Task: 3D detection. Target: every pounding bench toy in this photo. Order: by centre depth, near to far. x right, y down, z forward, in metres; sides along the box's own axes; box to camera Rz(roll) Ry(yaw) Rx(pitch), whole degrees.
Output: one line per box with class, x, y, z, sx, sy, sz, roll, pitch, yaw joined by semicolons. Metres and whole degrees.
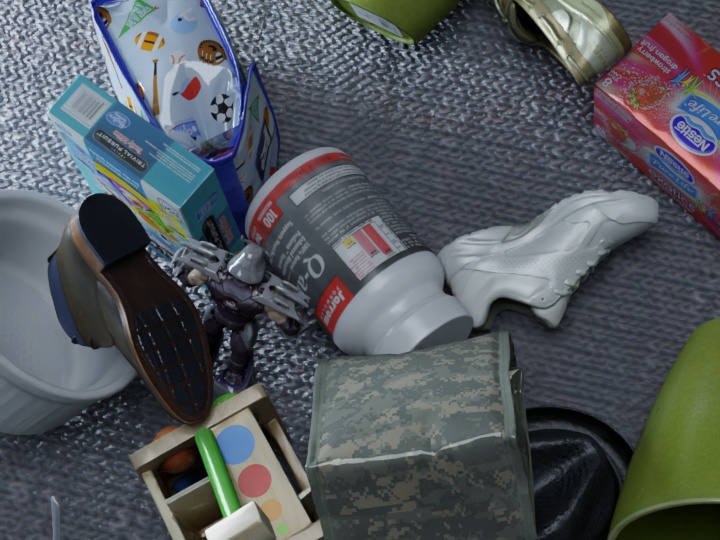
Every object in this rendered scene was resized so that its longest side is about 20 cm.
pounding bench toy;-0.103;0.176;1.481;0.124;0.200;0.157;-28;67;-5

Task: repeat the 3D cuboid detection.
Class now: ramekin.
ramekin;-0.286;0.041;1.566;0.098;0.199;0.202;-38;61;34

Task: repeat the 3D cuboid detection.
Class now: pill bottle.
pill bottle;0.000;0.000;1.586;0.116;0.116;0.200;-37;67;-9

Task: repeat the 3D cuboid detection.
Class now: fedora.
fedora;0.141;0.191;1.500;0.198;0.092;0.202;-3;68;6

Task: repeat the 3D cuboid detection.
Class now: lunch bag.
lunch bag;0.048;0.126;1.429;0.162;0.118;0.201;-10;28;8
lunch bag;-0.142;-0.139;1.635;0.123;0.170;0.201;-24;65;-5

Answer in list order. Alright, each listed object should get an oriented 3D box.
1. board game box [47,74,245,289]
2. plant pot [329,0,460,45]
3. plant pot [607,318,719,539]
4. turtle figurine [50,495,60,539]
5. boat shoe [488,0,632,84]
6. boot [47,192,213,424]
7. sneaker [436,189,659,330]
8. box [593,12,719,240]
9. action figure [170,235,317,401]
board game box;-0.177;-0.066;1.591;0.151;0.200;0.047;35;75;20
plant pot;0.055;-0.317;1.691;0.186;0.187;0.201;26;87;17
plant pot;0.297;0.145;1.462;0.185;0.188;0.201;6;54;10
turtle figurine;-0.294;0.320;1.462;0.200;0.144;0.195;-36;83;37
boat shoe;0.161;-0.221;1.649;0.063;0.073;0.201;-44;41;-5
boot;-0.189;0.044;1.508;0.074;0.097;0.201;-20;80;-39
sneaker;0.170;-0.002;1.596;0.198;0.078;0.100;-21;73;8
box;0.305;-0.113;1.604;0.100;0.096;0.200;-42;69;-9
action figure;-0.106;0.037;1.539;0.130;0.201;0.069;34;48;11
